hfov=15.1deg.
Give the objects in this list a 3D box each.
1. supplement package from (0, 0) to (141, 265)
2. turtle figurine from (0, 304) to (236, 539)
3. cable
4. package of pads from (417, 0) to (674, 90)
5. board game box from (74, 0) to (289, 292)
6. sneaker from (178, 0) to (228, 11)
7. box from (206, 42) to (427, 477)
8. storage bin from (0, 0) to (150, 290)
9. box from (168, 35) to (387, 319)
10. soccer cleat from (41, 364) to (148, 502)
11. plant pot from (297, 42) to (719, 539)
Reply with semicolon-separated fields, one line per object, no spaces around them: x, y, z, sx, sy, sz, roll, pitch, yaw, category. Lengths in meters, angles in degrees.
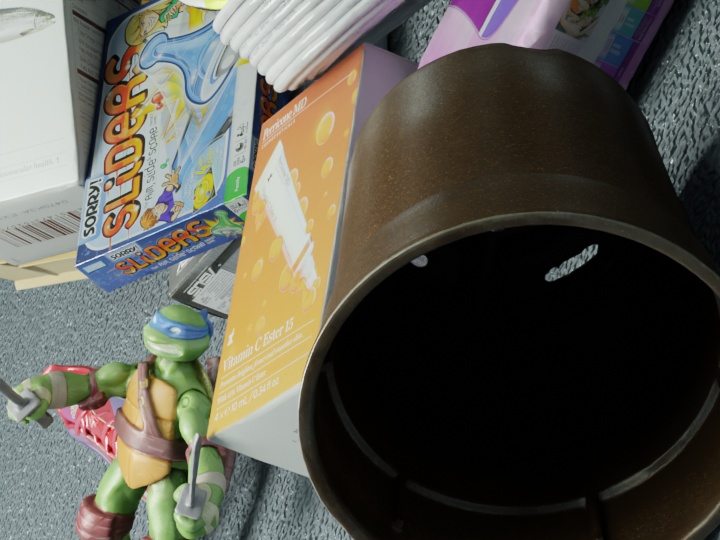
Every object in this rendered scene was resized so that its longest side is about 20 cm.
-0.213;-0.122;1.779;0.117;0.117;0.201;-14;71;21;supplement package
-0.147;0.124;1.583;0.200;0.143;0.194;-70;-13;-66;turtle figurine
0.013;-0.175;1.501;0.200;0.069;0.200;-38;0;12;cable
0.108;-0.149;1.389;0.200;0.076;0.121;-63;25;15;package of pads
-0.106;-0.095;1.681;0.135;0.034;0.200;-22;47;29;board game box
-0.091;-0.216;1.650;0.200;0.074;0.081;45;136;48;sneaker
0.000;0.000;1.474;0.124;0.097;0.201;-34;41;54;box
-0.204;-0.100;1.909;0.198;0.094;0.201;-9;72;40;storage bin
-0.053;-0.087;1.723;0.200;0.048;0.159;-46;32;42;box
-0.152;0.103;1.750;0.067;0.076;0.200;-68;23;4;soccer cleat
0.072;0.009;1.216;0.200;0.200;0.198;-57;18;27;plant pot
